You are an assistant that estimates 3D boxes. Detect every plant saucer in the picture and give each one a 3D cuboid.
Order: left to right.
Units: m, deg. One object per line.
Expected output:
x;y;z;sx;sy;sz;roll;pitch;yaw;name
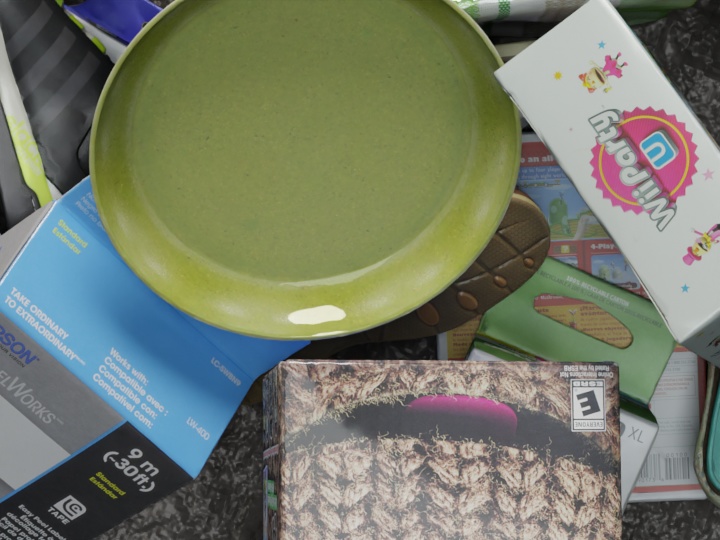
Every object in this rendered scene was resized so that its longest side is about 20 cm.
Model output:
-0.026;-0.058;0.954;0.200;0.031;0.200;-4;121;-6;plant saucer

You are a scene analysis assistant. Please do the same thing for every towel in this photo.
0.061;-0.122;1.016;0.200;0.149;0.031;-6;95;1;towel

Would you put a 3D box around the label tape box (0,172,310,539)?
-0.148;0.055;1.021;0.200;0.063;0.144;-32;116;30;label tape box

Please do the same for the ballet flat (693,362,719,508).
0.211;0.027;1.069;0.067;0.062;0.200;15;89;12;ballet flat

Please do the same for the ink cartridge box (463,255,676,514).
0.088;0.098;1.060;0.104;0.059;0.200;23;95;1;ink cartridge box

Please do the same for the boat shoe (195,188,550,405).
0.000;0.001;1.061;0.200;0.068;0.072;-23;117;10;boat shoe

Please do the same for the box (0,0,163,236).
-0.149;-0.048;1.083;0.119;0.041;0.200;30;97;-1;box

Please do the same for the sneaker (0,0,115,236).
-0.157;-0.105;1.034;0.083;0.072;0.200;-12;102;-16;sneaker

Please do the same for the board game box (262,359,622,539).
0.036;0.144;0.961;0.159;0.097;0.200;0;83;-6;board game box

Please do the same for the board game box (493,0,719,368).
0.147;-0.033;0.958;0.064;0.200;0.148;-36;75;11;board game box

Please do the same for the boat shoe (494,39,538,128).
0.049;-0.076;1.048;0.200;0.075;0.068;-10;90;-3;boat shoe

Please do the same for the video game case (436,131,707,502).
0.111;0.025;1.092;0.143;0.017;0.200;-2;95;2;video game case
